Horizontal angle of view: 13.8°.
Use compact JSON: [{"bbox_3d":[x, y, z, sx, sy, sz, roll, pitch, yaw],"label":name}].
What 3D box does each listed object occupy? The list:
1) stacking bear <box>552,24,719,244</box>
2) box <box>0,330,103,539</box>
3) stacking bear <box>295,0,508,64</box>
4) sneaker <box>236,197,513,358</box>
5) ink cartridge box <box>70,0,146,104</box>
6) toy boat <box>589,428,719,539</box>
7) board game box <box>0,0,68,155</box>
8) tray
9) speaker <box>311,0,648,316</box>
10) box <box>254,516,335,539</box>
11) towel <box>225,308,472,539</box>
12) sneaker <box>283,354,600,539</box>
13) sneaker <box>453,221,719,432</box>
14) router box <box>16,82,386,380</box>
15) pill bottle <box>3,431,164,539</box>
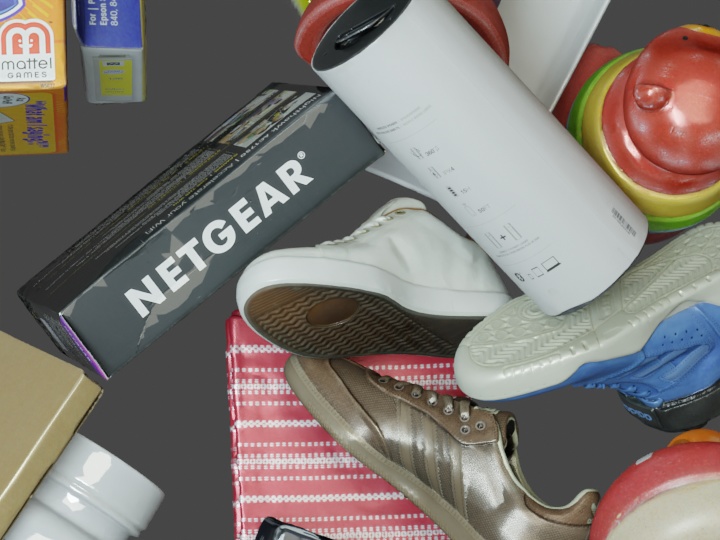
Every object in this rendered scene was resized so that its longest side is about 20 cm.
[{"bbox_3d":[0.174,-0.082,1.680,0.121,0.200,0.114,18,81,-3],"label":"stacking bear"},{"bbox_3d":[-0.239,0.124,1.643,0.021,0.163,0.200,40,79,-33],"label":"box"},{"bbox_3d":[0.044,-0.217,1.718,0.121,0.114,0.200,13,64,-5],"label":"stacking bear"},{"bbox_3d":[0.000,0.000,1.670,0.200,0.073,0.085,9,53,-46],"label":"sneaker"},{"bbox_3d":[-0.143,-0.209,1.669,0.047,0.200,0.198,-2,83,-7],"label":"ink cartridge box"},{"bbox_3d":[0.203,0.146,1.674,0.130,0.200,0.131,-30,53,17],"label":"toy boat"},{"bbox_3d":[-0.264,-0.176,1.653,0.199,0.200,0.200,-2,82,-6],"label":"board game box"},{"bbox_3d":[0.079,-0.131,1.756,0.107,0.022,0.200,25,80,21],"label":"tray"},{"bbox_3d":[0.065,-0.069,1.620,0.200,0.081,0.081,45,80,-20],"label":"speaker"},{"bbox_3d":[0.009,0.261,1.648,0.196,0.117,0.200,20,85,-6],"label":"box"},{"bbox_3d":[-0.004,0.117,1.727,0.144,0.022,0.201,-2,84,-7],"label":"towel"},{"bbox_3d":[0.049,0.096,1.671,0.200,0.070,0.076,41,96,14],"label":"sneaker"},{"bbox_3d":[0.149,0.058,1.699,0.200,0.077,0.111,-25,125,-21],"label":"sneaker"},{"bbox_3d":[-0.093,-0.026,1.671,0.200,0.149,0.051,-40,103,-9],"label":"router box"},{"bbox_3d":[-0.197,0.187,1.654,0.112,0.112,0.200,32,80,0],"label":"pill bottle"}]
